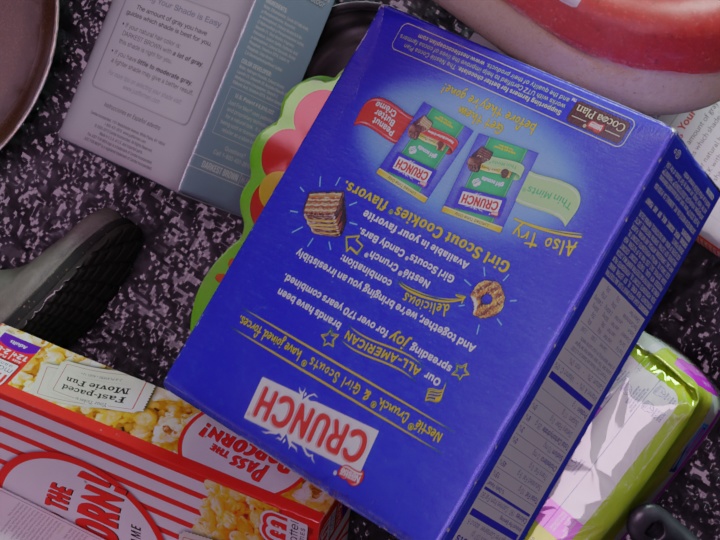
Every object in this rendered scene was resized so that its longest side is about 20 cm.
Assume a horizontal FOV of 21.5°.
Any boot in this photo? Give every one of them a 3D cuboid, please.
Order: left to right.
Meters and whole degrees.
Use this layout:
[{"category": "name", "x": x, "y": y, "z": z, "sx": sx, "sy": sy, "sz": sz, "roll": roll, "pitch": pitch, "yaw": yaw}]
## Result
[{"category": "boot", "x": -0.224, "y": 0.007, "z": 1.024, "sx": 0.200, "sy": 0.068, "sz": 0.131, "roll": -43, "pitch": 74, "yaw": 5}]

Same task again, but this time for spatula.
[{"category": "spatula", "x": 0.186, "y": 0.165, "z": 0.886, "sx": 0.057, "sy": 0.021, "sz": 0.200, "roll": -47, "pitch": 116, "yaw": 5}]

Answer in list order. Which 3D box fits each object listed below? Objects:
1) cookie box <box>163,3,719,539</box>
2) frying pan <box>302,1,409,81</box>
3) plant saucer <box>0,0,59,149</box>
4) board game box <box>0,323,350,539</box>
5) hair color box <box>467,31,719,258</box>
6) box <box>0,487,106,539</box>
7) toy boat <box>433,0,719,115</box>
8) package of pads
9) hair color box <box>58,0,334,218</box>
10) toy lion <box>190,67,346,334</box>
[{"category": "cookie box", "x": 0.033, "y": 0.008, "z": 0.835, "sx": 0.170, "sy": 0.075, "sz": 0.201, "roll": 28, "pitch": 85, "yaw": 35}, {"category": "frying pan", "x": 0.007, "y": -0.043, "z": 0.988, "sx": 0.114, "sy": 0.031, "sz": 0.192, "roll": -7, "pitch": 92, "yaw": 21}, {"category": "plant saucer", "x": -0.256, "y": -0.138, "z": 1.053, "sx": 0.198, "sy": 0.032, "sz": 0.202, "roll": -1, "pitch": 86, "yaw": 12}, {"category": "board game box", "x": -0.104, "y": 0.127, "z": 0.951, "sx": 0.198, "sy": 0.046, "sz": 0.153, "roll": 20, "pitch": 131, "yaw": 16}, {"category": "hair color box", "x": 0.156, "y": -0.085, "z": 0.946, "sx": 0.199, "sy": 0.061, "sz": 0.102, "roll": 37, "pitch": 94, "yaw": 11}, {"category": "box", "x": -0.161, "y": 0.184, "z": 0.972, "sx": 0.199, "sy": 0.036, "sz": 0.145, "roll": 25, "pitch": 133, "yaw": 13}, {"category": "toy boat", "x": 0.106, "y": -0.164, "z": 0.852, "sx": 0.199, "sy": 0.130, "sz": 0.131, "roll": 37, "pitch": 122, "yaw": 12}, {"category": "package of pads", "x": 0.086, "y": 0.116, "z": 0.900, "sx": 0.068, "sy": 0.154, "sz": 0.201, "roll": 40, "pitch": 96, "yaw": 16}, {"category": "hair color box", "x": -0.071, "y": -0.141, "z": 0.982, "sx": 0.099, "sy": 0.060, "sz": 0.202, "roll": 24, "pitch": 93, "yaw": 37}, {"category": "toy lion", "x": 0.000, "y": 0.000, "z": 0.951, "sx": 0.199, "sy": 0.069, "sz": 0.193, "roll": -27, "pitch": 96, "yaw": 10}]
